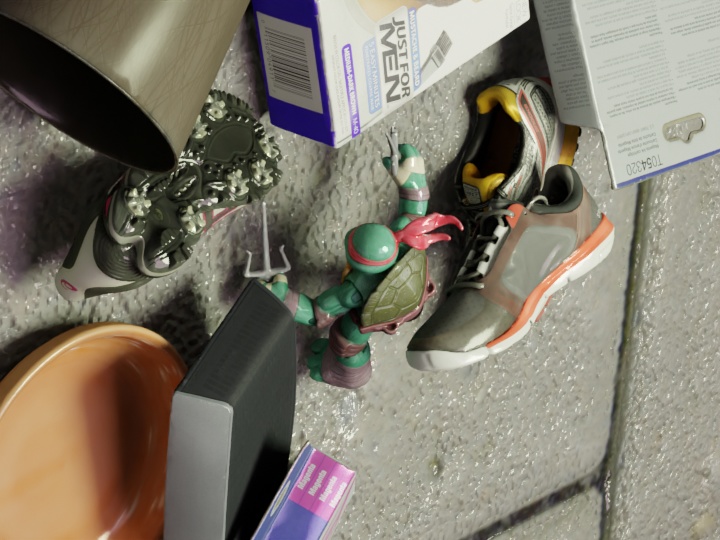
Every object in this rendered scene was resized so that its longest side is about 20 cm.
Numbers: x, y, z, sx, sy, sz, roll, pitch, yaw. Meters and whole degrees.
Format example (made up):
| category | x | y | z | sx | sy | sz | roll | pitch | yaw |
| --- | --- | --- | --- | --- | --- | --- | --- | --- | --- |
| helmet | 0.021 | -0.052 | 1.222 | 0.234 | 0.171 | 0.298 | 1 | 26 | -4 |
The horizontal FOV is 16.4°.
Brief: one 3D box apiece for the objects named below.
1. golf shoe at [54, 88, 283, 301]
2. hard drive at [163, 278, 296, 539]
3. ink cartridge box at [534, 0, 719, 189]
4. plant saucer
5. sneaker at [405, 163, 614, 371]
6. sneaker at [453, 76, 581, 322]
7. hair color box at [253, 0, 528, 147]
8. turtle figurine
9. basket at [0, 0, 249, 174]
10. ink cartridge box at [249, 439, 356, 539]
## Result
| category | x | y | z | sx | sy | sz | roll | pitch | yaw |
| --- | --- | --- | --- | --- | --- | --- | --- | --- | --- |
| golf shoe | -0.120 | -0.048 | 1.533 | 0.077 | 0.088 | 0.200 | 54 | 35 | -6 |
| hard drive | -0.084 | 0.119 | 1.621 | 0.135 | 0.042 | 0.200 | -57 | 160 | -46 |
| ink cartridge box | 0.206 | -0.173 | 1.823 | 0.196 | 0.043 | 0.200 | -18 | 99 | -46 |
| plant saucer | -0.183 | 0.124 | 1.561 | 0.200 | 0.037 | 0.200 | -27 | 129 | -41 |
| sneaker | 0.091 | -0.006 | 1.723 | 0.200 | 0.077 | 0.082 | -41 | 116 | -36 |
| sneaker | 0.097 | -0.043 | 1.805 | 0.082 | 0.078 | 0.200 | 2 | 97 | -48 |
| hair color box | 0.023 | -0.176 | 1.630 | 0.200 | 0.065 | 0.109 | -37 | 134 | -36 |
| turtle figurine | 0.000 | 0.000 | 1.656 | 0.150 | 0.101 | 0.200 | -34 | 156 | -13 |
| basket | -0.120 | -0.184 | 1.406 | 0.200 | 0.136 | 0.180 | -62 | 148 | -14 |
| ink cartridge box | -0.063 | 0.216 | 1.677 | 0.197 | 0.043 | 0.200 | -61 | 176 | -8 |
